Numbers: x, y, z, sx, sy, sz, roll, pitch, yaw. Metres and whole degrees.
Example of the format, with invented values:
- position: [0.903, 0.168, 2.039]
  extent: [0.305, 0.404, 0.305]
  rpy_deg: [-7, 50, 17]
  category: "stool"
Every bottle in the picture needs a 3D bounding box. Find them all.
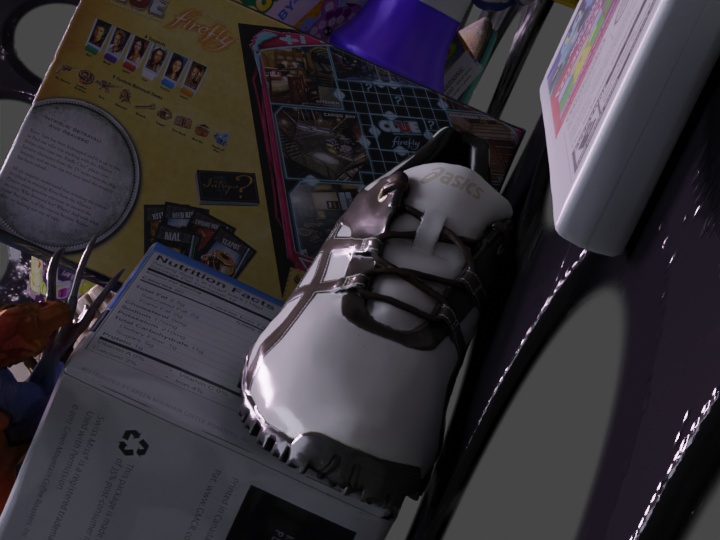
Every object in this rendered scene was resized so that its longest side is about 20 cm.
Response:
- position: [-0.009, -0.063, 0.967]
  extent: [0.200, 0.083, 0.065]
  rpy_deg: [-61, -25, 9]
  category: "bottle"

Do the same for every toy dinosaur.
- position: [-0.138, 0.053, 0.727]
  extent: [0.182, 0.105, 0.201]
  rpy_deg: [-109, 10, -79]
  category: "toy dinosaur"

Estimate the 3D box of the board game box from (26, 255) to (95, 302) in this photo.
- position: [-0.090, -0.051, 1.048]
  extent: [0.200, 0.032, 0.120]
  rpy_deg: [-14, -58, -38]
  category: "board game box"

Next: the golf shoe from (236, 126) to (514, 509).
- position: [0.010, 0.007, 0.678]
  extent: [0.200, 0.078, 0.095]
  rpy_deg: [-76, 10, -64]
  category: "golf shoe"

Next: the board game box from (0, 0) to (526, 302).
- position: [-0.046, -0.038, 0.808]
  extent: [0.035, 0.200, 0.136]
  rpy_deg: [126, 168, -79]
  category: "board game box"

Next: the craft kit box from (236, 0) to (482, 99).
- position: [-0.045, -0.100, 1.005]
  extent: [0.200, 0.048, 0.198]
  rpy_deg: [-50, -43, -7]
  category: "craft kit box"

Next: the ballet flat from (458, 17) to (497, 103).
- position: [0.020, -0.078, 1.173]
  extent: [0.068, 0.067, 0.200]
  rpy_deg: [160, 133, -85]
  category: "ballet flat"

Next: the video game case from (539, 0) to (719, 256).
- position: [0.104, -0.118, 0.540]
  extent: [0.182, 0.023, 0.200]
  rpy_deg: [-77, 11, -72]
  category: "video game case"

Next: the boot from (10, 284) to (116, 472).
- position: [-0.137, 0.093, 0.906]
  extent: [0.200, 0.072, 0.166]
  rpy_deg: [-34, -36, 7]
  category: "boot"

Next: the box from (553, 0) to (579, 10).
- position: [0.099, -0.208, 0.805]
  extent: [0.064, 0.070, 0.200]
  rpy_deg: [114, 178, -53]
  category: "box"

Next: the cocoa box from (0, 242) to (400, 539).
- position: [-0.074, 0.117, 0.737]
  extent: [0.131, 0.133, 0.200]
  rpy_deg: [-68, 3, -67]
  category: "cocoa box"

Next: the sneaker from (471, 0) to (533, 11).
- position: [0.080, -0.167, 0.955]
  extent: [0.200, 0.075, 0.088]
  rpy_deg: [-58, -17, -63]
  category: "sneaker"
